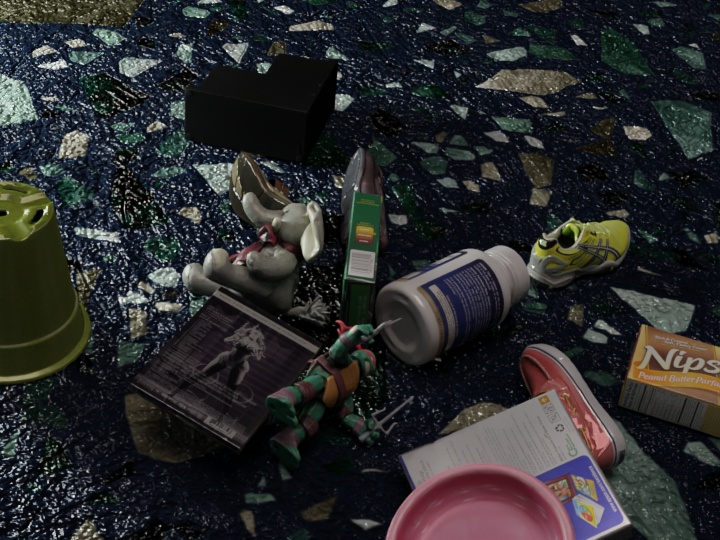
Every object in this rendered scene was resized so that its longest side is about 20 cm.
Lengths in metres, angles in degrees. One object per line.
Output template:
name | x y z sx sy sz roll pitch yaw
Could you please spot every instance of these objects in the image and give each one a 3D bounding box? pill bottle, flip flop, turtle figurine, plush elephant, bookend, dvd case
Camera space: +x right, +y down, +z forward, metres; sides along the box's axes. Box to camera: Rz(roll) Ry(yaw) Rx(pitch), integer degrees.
pill bottle | 0.125 0.038 1.662 0.199 0.111 0.111 -24 47 -35
flip flop | -0.124 -0.096 1.829 0.057 0.081 0.200 -6 37 -45
turtle figurine | -0.024 0.139 1.493 0.100 0.150 0.200 8 32 46
plush elephant | -0.113 -0.030 1.659 0.199 0.165 0.156 19 77 -10
bookend | -0.156 -0.275 2.039 0.199 0.092 0.199 12 35 7
dvd case | -0.154 0.112 1.489 0.148 0.016 0.200 29 43 10

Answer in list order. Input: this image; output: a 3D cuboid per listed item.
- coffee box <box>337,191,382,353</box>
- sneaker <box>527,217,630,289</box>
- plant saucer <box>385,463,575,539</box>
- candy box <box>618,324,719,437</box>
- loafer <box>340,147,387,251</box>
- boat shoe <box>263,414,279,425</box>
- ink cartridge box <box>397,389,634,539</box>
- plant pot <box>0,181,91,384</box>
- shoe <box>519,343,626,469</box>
coffee box | 0.000 0.000 1.681 0.044 0.123 0.200 6 35 -1
sneaker | 0.322 -0.037 1.825 0.200 0.077 0.075 -25 46 -37
plant saucer | 0.125 0.299 1.324 0.199 0.051 0.201 -8 50 9
candy box | 0.438 0.148 1.618 0.199 0.056 0.116 16 38 12
loafer | 0.009 -0.099 1.870 0.063 0.072 0.201 21 40 -16
boat shoe | -0.174 0.115 1.537 0.091 0.071 0.200 -11 43 -30
ink cartridge box | 0.169 0.250 1.411 0.199 0.047 0.198 -24 49 -1
plant pot | -0.428 0.001 1.545 0.199 0.191 0.200 6 37 -4
shoe | 0.229 0.167 1.542 0.091 0.072 0.200 -10 44 -27
